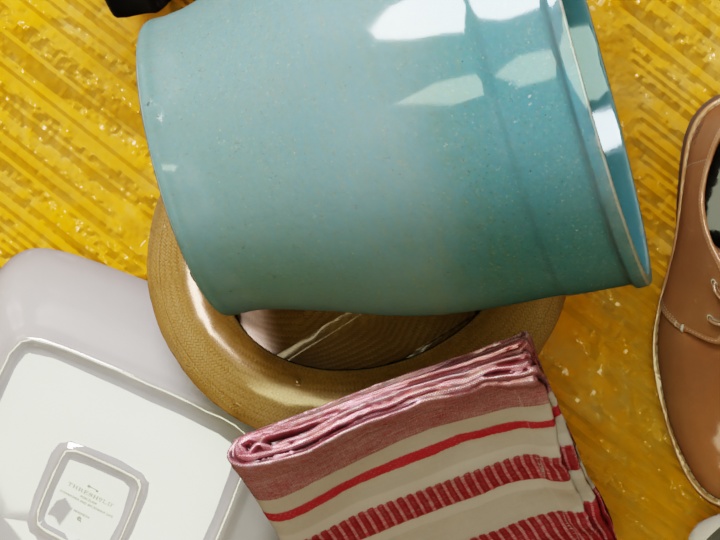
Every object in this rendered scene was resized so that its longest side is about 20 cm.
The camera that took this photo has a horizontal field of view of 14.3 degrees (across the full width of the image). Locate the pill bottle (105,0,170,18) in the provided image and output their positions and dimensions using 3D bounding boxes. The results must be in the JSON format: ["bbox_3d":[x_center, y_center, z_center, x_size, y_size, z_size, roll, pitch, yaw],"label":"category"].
[{"bbox_3d":[-0.026,-0.178,1.341,0.199,0.112,0.112,-10,92,5],"label":"pill bottle"}]

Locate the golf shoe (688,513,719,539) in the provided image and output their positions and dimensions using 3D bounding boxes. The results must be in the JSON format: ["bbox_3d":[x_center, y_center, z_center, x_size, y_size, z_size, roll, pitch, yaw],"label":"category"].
[{"bbox_3d":[0.211,0.205,1.370,0.088,0.077,0.201,-2,97,32],"label":"golf shoe"}]

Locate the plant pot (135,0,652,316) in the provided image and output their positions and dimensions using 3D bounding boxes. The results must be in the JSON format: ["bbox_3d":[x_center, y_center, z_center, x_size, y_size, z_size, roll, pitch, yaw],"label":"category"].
[{"bbox_3d":[0.010,-0.066,1.236,0.188,0.200,0.201,-16,91,8],"label":"plant pot"}]

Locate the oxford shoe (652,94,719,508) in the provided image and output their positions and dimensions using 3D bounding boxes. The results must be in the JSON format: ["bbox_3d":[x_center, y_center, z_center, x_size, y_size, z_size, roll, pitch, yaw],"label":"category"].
[{"bbox_3d":[0.174,0.017,1.355,0.071,0.071,0.201,-2,94,3],"label":"oxford shoe"}]

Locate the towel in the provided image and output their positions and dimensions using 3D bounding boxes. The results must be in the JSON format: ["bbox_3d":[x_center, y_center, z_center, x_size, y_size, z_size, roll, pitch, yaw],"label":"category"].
[{"bbox_3d":[0.036,0.112,1.321,0.144,0.200,0.023,-20,52,5],"label":"towel"}]

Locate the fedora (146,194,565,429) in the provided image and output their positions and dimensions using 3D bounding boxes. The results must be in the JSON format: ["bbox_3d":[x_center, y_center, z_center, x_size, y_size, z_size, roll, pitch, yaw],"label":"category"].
[{"bbox_3d":[0.000,0.000,1.349,0.200,0.082,0.201,0,71,-1],"label":"fedora"}]

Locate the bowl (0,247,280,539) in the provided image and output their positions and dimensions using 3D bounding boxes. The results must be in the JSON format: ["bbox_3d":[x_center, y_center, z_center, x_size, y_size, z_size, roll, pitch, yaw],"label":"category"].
[{"bbox_3d":[-0.124,0.108,1.381,0.200,0.075,0.200,25,95,2],"label":"bowl"}]
